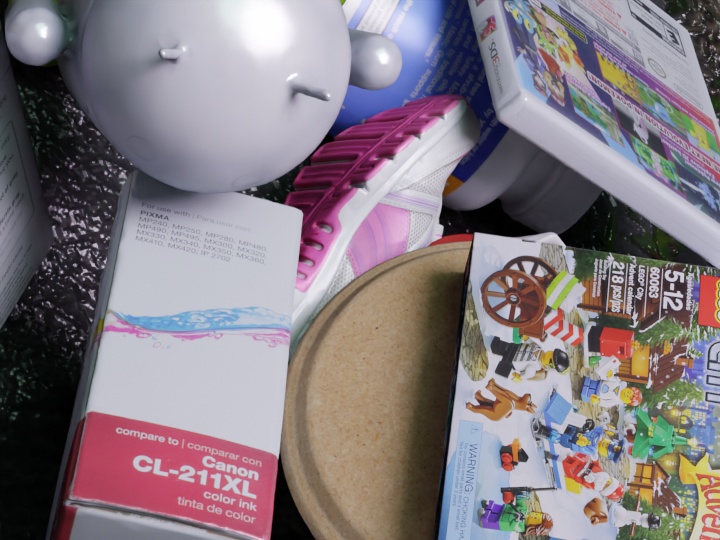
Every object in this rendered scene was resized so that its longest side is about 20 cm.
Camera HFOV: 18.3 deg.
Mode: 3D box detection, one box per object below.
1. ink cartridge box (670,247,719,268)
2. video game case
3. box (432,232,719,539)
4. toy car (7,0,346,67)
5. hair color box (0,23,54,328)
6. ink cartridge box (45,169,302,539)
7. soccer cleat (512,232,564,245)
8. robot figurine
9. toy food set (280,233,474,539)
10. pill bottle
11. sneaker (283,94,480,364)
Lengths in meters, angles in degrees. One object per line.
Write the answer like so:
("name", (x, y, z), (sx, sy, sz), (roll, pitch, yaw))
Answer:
("ink cartridge box", (0.202, 0.080, 1.163), (0.144, 0.085, 0.200), (43, 20, -6))
("video game case", (0.126, -0.104, 1.173), (0.200, 0.023, 0.183), (31, 35, -37))
("box", (0.103, 0.087, 0.971), (0.136, 0.038, 0.201), (8, 61, 0))
("toy car", (-0.110, -0.211, 1.062), (0.200, 0.164, 0.158), (61, 23, -57))
("hair color box", (-0.193, -0.052, 0.947), (0.060, 0.200, 0.099), (13, 50, 16))
("ink cartridge box", (-0.083, 0.078, 0.943), (0.082, 0.146, 0.200), (12, 41, -7))
("soccer cleat", (0.058, 0.060, 1.123), (0.069, 0.085, 0.200), (48, 41, -31))
("robot figurine", (-0.070, -0.097, 0.959), (0.169, 0.200, 0.113), (0, 103, -16))
("toy food set", (0.060, 0.071, 1.025), (0.199, 0.049, 0.198), (-22, 66, -15))
("pill bottle", (0.041, -0.102, 1.197), (0.200, 0.112, 0.112), (32, 50, -15))
("sneaker", (0.000, 0.000, 1.113), (0.088, 0.081, 0.200), (43, 78, -24))
